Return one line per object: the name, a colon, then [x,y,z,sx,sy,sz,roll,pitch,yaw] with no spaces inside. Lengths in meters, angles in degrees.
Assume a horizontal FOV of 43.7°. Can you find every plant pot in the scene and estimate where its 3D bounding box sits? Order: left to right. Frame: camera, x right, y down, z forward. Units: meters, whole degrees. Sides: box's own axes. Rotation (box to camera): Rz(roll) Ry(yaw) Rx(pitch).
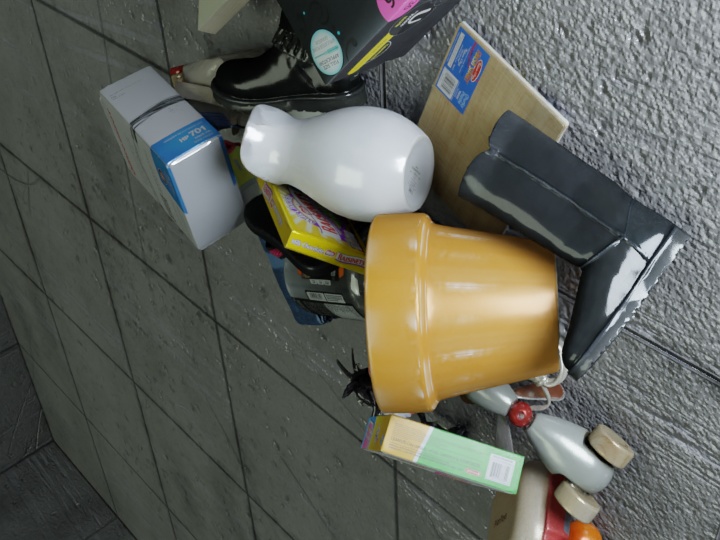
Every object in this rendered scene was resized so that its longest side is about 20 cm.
plant pot: [0.109,0.040,0.910,0.179,0.202,0.204,-3,122,10]

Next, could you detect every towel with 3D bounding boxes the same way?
towel: [-0.100,-0.014,1.321,0.111,0.048,0.203,-3,113,57]

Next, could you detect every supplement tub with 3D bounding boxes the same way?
supplement tub: [0.000,0.000,1.117,0.198,0.121,0.125,3,118,53]

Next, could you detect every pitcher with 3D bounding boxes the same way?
pitcher: [-0.012,-0.118,1.015,0.196,0.171,0.124,13,85,27]

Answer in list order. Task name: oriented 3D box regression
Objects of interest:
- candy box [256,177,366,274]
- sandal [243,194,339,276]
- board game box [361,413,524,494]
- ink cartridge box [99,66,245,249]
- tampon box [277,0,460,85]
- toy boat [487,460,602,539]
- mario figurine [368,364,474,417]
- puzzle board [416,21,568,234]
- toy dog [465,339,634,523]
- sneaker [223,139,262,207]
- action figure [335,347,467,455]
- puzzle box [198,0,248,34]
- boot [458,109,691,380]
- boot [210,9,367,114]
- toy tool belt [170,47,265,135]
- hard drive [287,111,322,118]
candy box: [-0.058,-0.063,1.040,0.027,0.100,0.201,-65,25,20]
sandal: [-0.084,-0.037,1.094,0.200,0.074,0.046,45,154,46]
board game box: [0.085,0.206,1.018,0.150,0.041,0.200,18,168,-3]
ink cartridge box: [-0.242,-0.148,1.161,0.200,0.085,0.148,45,158,37]
tampon box: [-0.006,-0.311,0.847,0.149,0.125,0.202,-34,87,50]
toy boat: [0.226,0.317,1.074,0.128,0.133,0.201,15,152,-1]
mario figurine: [0.073,0.120,1.114,0.198,0.123,0.107,-8,118,50]
puzzle board: [0.124,-0.134,0.930,0.151,0.017,0.201,50,147,19]
toy dog: [0.210,0.176,0.992,0.202,0.131,0.096,59,-169,11]
sneaker: [-0.172,-0.143,1.254,0.091,0.078,0.200,57,169,-14]
action figure: [0.043,0.196,1.225,0.198,0.118,0.104,35,124,24]
puzzle box: [-0.141,-0.374,1.043,0.199,0.025,0.136,-14,73,59]
boot: [0.168,-0.026,0.812,0.199,0.166,0.066,38,177,15]
boot: [-0.089,-0.269,1.024,0.206,0.080,0.161,4,126,20]
toy tool belt: [-0.192,-0.223,1.212,0.198,0.123,0.126,8,114,53]
hard drive: [-0.061,-0.147,1.175,0.133,0.025,0.200,56,149,6]
